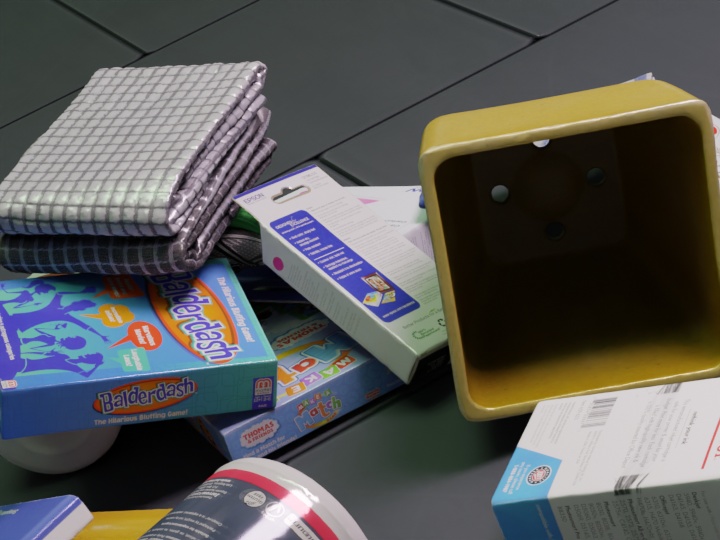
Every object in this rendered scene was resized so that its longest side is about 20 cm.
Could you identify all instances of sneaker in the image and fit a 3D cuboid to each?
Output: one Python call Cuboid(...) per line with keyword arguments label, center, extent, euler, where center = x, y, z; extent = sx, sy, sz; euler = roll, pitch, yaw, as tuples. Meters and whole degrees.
Cuboid(label="sneaker", center=(-0.112, -0.012, 1.871), extent=(0.200, 0.085, 0.078), euler=(2, -4, 28))

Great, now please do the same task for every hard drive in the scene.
Cuboid(label="hard drive", center=(-0.285, 0.230, 1.637), extent=(0.200, 0.025, 0.132), euler=(-44, 16, -32))

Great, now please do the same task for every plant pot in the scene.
Cuboid(label="plant pot", center=(0.142, -0.035, 1.670), extent=(0.194, 0.196, 0.200), euler=(-10, 19, 0))

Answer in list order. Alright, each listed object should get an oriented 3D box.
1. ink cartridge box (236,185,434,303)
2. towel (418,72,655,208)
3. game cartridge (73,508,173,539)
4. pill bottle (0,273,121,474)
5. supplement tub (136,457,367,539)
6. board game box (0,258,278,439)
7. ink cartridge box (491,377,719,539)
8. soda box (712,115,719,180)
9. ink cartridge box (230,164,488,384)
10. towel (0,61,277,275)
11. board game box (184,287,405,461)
Cuboid(label="ink cartridge box", center=(-0.025, -0.025, 1.926), extent=(0.196, 0.043, 0.200), euler=(1, 18, 35))
Cuboid(label="towel", center=(0.145, -0.101, 1.897), extent=(0.200, 0.024, 0.147), euler=(-22, 10, 12))
Cuboid(label="game cartridge", center=(-0.179, 0.226, 1.605), extent=(0.176, 0.032, 0.200), euler=(-6, 29, 31))
Cuboid(label="pill bottle", center=(-0.235, 0.066, 1.885), extent=(0.112, 0.112, 0.200), euler=(-18, 24, 8))
Cuboid(label="supplement tub", center=(-0.094, 0.218, 1.418), extent=(0.140, 0.140, 0.200), euler=(5, 36, 46))
Cuboid(label="board game box", center=(-0.175, 0.054, 1.742), extent=(0.200, 0.045, 0.152), euler=(-6, 31, -17))
Cuboid(label="ink cartridge box", center=(0.194, 0.125, 1.461), extent=(0.200, 0.067, 0.116), euler=(-9, 27, 27))
Cuboid(label="soda box", center=(0.269, -0.063, 1.797), extent=(0.068, 0.064, 0.200), euler=(-26, 25, -9))
Cuboid(label="ink cartridge box", center=(0.000, 0.000, 1.773), extent=(0.200, 0.037, 0.095), euler=(42, 42, 23))
Cuboid(label="towel", center=(-0.168, -0.073, 1.811), extent=(0.166, 0.086, 0.200), euler=(0, 37, 26))
Cuboid(label="board game box", center=(-0.068, 0.073, 1.821), extent=(0.151, 0.037, 0.200), euler=(-27, 25, -15))
